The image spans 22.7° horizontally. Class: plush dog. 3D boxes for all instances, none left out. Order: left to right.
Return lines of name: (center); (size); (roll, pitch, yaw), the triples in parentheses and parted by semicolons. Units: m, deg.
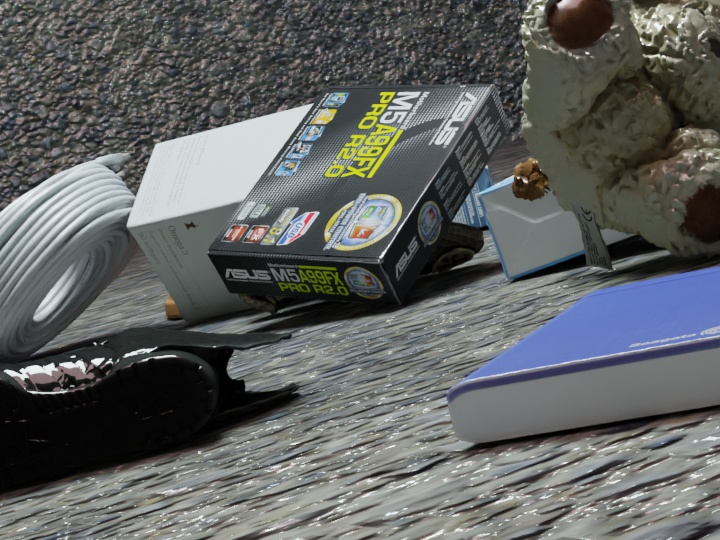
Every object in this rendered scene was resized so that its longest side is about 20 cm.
plush dog: (0.188, -0.111, 1.145); (0.172, 0.200, 0.160); (-37, 1, -24)

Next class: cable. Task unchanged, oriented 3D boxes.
cable: (-0.269, -0.002, 1.527); (0.200, 0.069, 0.200); (-53, -10, 21)

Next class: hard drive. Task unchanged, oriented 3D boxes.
hard drive: (0.131, 0.027, 0.756); (0.131, 0.025, 0.200); (-12, 5, 24)

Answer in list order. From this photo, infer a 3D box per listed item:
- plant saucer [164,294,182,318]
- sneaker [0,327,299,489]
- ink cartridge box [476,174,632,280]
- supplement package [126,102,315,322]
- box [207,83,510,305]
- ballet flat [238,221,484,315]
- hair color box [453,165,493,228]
plant saucer: (-0.086, 0.001, 1.655); (0.199, 0.038, 0.200); (-13, 5, 1)
sneaker: (-0.134, 0.065, 0.920); (0.199, 0.060, 0.104); (-9, 6, 3)
ink cartridge box: (0.167, -0.057, 1.306); (0.115, 0.068, 0.200); (-20, 2, 18)
supplement package: (-0.075, -0.052, 1.514); (0.199, 0.117, 0.118); (-13, 38, 21)
box: (0.000, -0.062, 1.342); (0.160, 0.044, 0.200); (3, 45, 36)
ballet flat: (0.000, 0.000, 1.406); (0.199, 0.047, 0.067); (-9, -27, 1)
hair color box: (0.038, -0.055, 1.791); (0.199, 0.061, 0.100); (-13, 4, 5)
